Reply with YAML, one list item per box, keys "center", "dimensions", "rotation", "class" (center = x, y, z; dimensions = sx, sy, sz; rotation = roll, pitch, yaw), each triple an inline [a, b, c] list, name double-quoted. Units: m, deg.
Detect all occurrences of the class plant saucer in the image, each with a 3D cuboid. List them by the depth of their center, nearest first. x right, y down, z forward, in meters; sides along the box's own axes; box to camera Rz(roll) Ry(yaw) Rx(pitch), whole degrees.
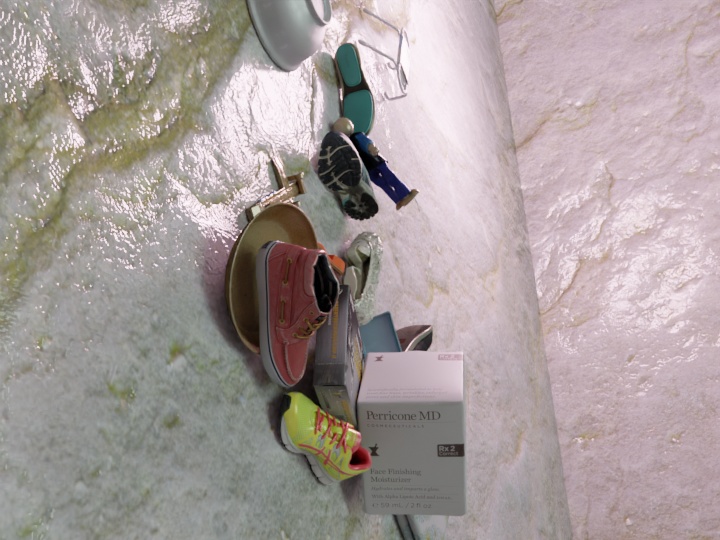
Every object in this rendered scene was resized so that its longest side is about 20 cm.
- center: [-0.122, 0.010, 1.116]
  dimensions: [0.199, 0.035, 0.204]
  rotation: [-19, 113, -57]
  class: "plant saucer"
- center: [0.047, 0.173, 1.502]
  dimensions: [0.019, 0.069, 0.203]
  rotation: [-132, -157, -74]
  class: "plant saucer"

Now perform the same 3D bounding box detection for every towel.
- center: [0.111, 0.432, 1.553]
  dimensions: [0.172, 0.047, 0.203]
  rotation: [-55, 130, -59]
  class: "towel"

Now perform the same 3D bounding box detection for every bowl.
- center: [-0.107, -0.441, 1.388]
  dimensions: [0.201, 0.089, 0.205]
  rotation: [-12, 90, -69]
  class: "bowl"

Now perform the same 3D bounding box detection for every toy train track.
- center: [-0.116, -0.108, 1.263]
  dimensions: [0.200, 0.032, 0.117]
  rotation: [-46, 122, -64]
  class: "toy train track"

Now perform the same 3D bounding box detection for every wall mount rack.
- center: [0.061, -0.488, 1.886]
  dimensions: [0.175, 0.073, 0.202]
  rotation: [62, 26, -45]
  class: "wall mount rack"

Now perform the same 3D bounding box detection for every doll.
- center: [0.019, -0.200, 1.566]
  dimensions: [0.200, 0.136, 0.048]
  rotation: [47, 71, -8]
  class: "doll"

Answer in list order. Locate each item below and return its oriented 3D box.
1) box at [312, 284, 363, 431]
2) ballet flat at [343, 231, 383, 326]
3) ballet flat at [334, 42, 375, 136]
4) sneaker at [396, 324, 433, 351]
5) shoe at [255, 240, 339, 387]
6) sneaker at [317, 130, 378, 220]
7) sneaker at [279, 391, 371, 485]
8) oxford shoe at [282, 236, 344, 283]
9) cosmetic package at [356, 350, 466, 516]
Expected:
- center: [-0.029, 0.140, 1.255]
  dimensions: [0.201, 0.047, 0.161]
  rotation: [79, 11, -57]
  class: "box"
- center: [0.000, 0.000, 1.458]
  dimensions: [0.072, 0.071, 0.203]
  rotation: [54, 30, -47]
  class: "ballet flat"
- center: [-0.007, -0.344, 1.641]
  dimensions: [0.069, 0.068, 0.204]
  rotation: [20, 61, -66]
  class: "ballet flat"
- center: [0.092, 0.180, 1.615]
  dimensions: [0.200, 0.074, 0.108]
  rotation: [-37, 118, -58]
  class: "sneaker"
- center: [-0.077, 0.063, 1.080]
  dimensions: [0.071, 0.090, 0.204]
  rotation: [-31, 123, -52]
  class: "shoe"
- center: [-0.028, -0.180, 1.501]
  dimensions: [0.201, 0.076, 0.087]
  rotation: [65, 12, -49]
  class: "sneaker"
- center: [-0.046, 0.230, 1.185]
  dimensions: [0.201, 0.089, 0.079]
  rotation: [55, 32, -44]
  class: "sneaker"
- center: [-0.083, -0.001, 1.245]
  dimensions: [0.199, 0.070, 0.074]
  rotation: [28, 66, -56]
  class: "oxford shoe"
- center: [0.086, 0.252, 1.326]
  dimensions: [0.165, 0.162, 0.203]
  rotation: [-74, 161, -67]
  class: "cosmetic package"
